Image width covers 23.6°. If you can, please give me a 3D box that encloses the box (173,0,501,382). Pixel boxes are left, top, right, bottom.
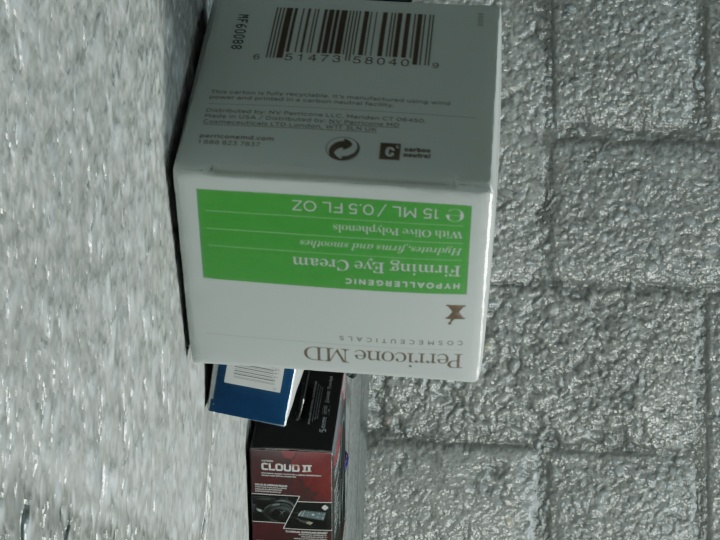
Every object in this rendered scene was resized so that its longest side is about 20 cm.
[{"bbox_3d":[-0.009,-0.057,1.136,0.200,0.198,0.172,-82,174,-47],"label":"box"}]

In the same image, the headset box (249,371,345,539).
[{"bbox_3d":[-0.054,0.186,1.556,0.149,0.077,0.200,-82,174,-62],"label":"headset box"}]

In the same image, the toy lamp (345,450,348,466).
[{"bbox_3d":[-0.042,0.165,1.952,0.058,0.058,0.201,-81,173,-65],"label":"toy lamp"}]

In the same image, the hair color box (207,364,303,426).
[{"bbox_3d":[-0.066,0.036,1.297,0.200,0.060,0.100,-73,175,-77],"label":"hair color box"}]

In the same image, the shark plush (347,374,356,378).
[{"bbox_3d":[0.006,0.079,2.722,0.083,0.091,0.200,48,-29,49],"label":"shark plush"}]

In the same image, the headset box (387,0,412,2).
[{"bbox_3d":[0.040,-0.553,2.712,0.174,0.092,0.200,87,5,-61],"label":"headset box"}]
